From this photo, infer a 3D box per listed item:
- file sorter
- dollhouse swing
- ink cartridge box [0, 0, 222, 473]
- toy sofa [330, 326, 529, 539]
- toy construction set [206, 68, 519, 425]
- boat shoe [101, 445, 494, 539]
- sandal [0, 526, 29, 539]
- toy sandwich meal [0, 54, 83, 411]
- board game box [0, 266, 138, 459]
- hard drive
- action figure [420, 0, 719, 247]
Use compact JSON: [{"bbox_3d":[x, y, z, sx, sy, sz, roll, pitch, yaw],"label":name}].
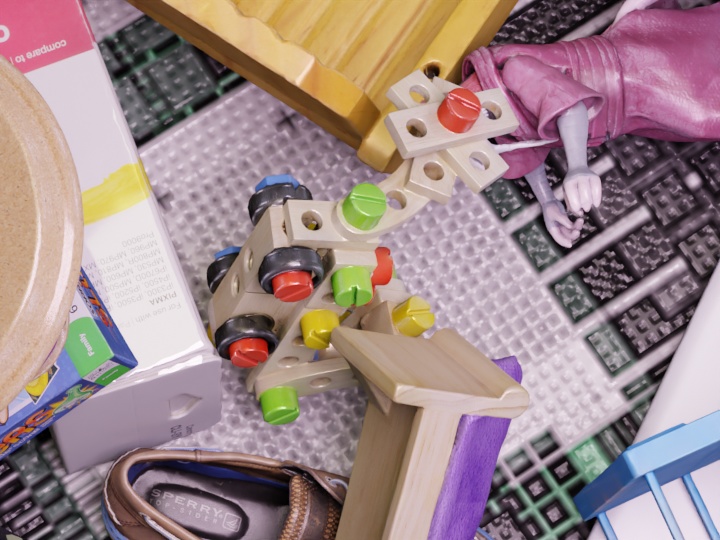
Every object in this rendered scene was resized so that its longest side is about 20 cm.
[{"bbox_3d":[0.221,0.108,1.242,0.199,0.139,0.123,-24,81,-10],"label":"file sorter"},{"bbox_3d":[-0.034,-0.164,1.312,0.199,0.176,0.182,33,75,7],"label":"dollhouse swing"},{"bbox_3d":[-0.138,-0.020,1.279,0.083,0.145,0.201,-20,76,-7],"label":"ink cartridge box"},{"bbox_3d":[0.022,0.131,1.211,0.097,0.083,0.201,9,104,-23],"label":"toy sofa"},{"bbox_3d":[0.000,0.000,1.248,0.130,0.201,0.092,2,45,-23],"label":"toy construction set"},{"bbox_3d":[-0.026,0.128,1.281,0.199,0.072,0.073,10,73,-1],"label":"boat shoe"},{"bbox_3d":[-0.159,0.156,1.282,0.199,0.043,0.076,21,74,3],"label":"sandal"},{"bbox_3d":[-0.204,-0.012,1.144,0.204,0.070,0.207,-2,83,14],"label":"toy sandwich meal"},{"bbox_3d":[-0.204,-0.005,1.195,0.135,0.034,0.201,-35,73,7],"label":"board game box"},{"bbox_3d":[0.202,0.092,1.328,0.131,0.025,0.201,26,74,4],"label":"hard drive"},{"bbox_3d":[0.114,-0.092,1.312,0.199,0.134,0.150,-5,84,-17],"label":"action figure"}]
